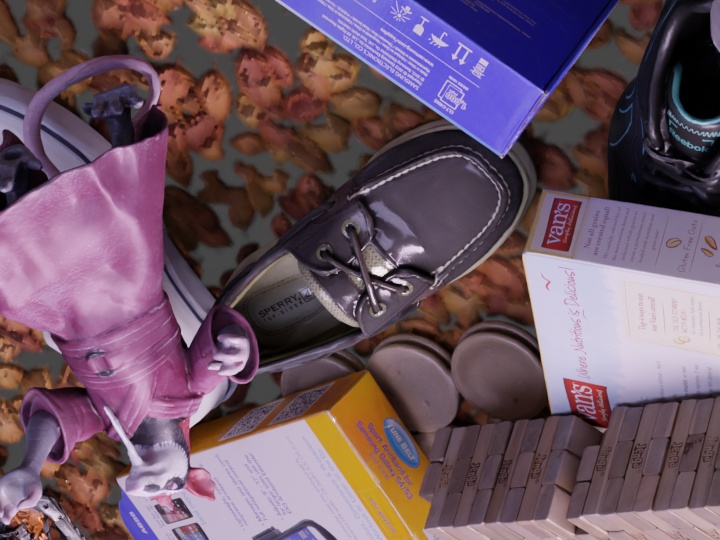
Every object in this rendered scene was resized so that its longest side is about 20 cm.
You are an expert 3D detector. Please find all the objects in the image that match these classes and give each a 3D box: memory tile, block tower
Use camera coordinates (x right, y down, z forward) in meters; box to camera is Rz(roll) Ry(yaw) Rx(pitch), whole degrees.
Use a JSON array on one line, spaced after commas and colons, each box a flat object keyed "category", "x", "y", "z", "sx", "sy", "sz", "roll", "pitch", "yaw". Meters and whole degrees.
[{"category": "memory tile", "x": 0.064, "y": 0.092, "z": 1.289, "sx": 0.200, "sy": 0.017, "sz": 0.153, "roll": -6, "pitch": 119, "yaw": 33}, {"category": "block tower", "x": 0.113, "y": 0.096, "z": 1.179, "sx": 0.058, "sy": 0.054, "sz": 0.200, "roll": 32, "pitch": 153, "yaw": -32}]

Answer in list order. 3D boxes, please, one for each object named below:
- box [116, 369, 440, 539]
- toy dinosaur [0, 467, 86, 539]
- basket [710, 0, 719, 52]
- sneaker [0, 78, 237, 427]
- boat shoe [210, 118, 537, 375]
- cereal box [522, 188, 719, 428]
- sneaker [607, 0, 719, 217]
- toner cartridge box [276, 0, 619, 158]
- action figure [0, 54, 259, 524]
[{"category": "box", "x": -0.036, "y": 0.125, "z": 1.336, "sx": 0.200, "sy": 0.041, "sz": 0.119, "roll": -19, "pitch": 109, "yaw": 49}, {"category": "toy dinosaur", "x": -0.223, "y": 0.139, "z": 1.452, "sx": 0.136, "sy": 0.102, "sz": 0.200, "roll": -32, "pitch": 86, "yaw": 25}, {"category": "basket", "x": 0.247, "y": -0.099, "z": 0.887, "sx": 0.200, "sy": 0.198, "sz": 0.161, "roll": -3, "pitch": 126, "yaw": -14}, {"category": "sneaker", "x": -0.133, "y": -0.004, "z": 1.292, "sx": 0.200, "sy": 0.071, "sz": 0.073, "roll": 49, "pitch": 131, "yaw": -10}, {"category": "boat shoe", "x": -0.001, "y": -0.001, "z": 1.224, "sx": 0.072, "sy": 0.066, "sz": 0.201, "roll": 49, "pitch": 132, "yaw": -11}, {"category": "cereal box", "x": 0.172, "y": 0.032, "z": 1.124, "sx": 0.200, "sy": 0.040, "sz": 0.144, "roll": 11, "pitch": 151, "yaw": 15}, {"category": "sneaker", "x": 0.133, "y": -0.060, "z": 1.099, "sx": 0.075, "sy": 0.079, "sz": 0.200, "roll": 20, "pitch": 132, "yaw": 14}, {"category": "toner cartridge box", "x": 0.004, "y": -0.139, "z": 1.104, "sx": 0.200, "sy": 0.095, "sz": 0.043, "roll": 36, "pitch": 132, "yaw": 3}, {"category": "action figure", "x": -0.120, "y": 0.024, "z": 1.230, "sx": 0.134, "sy": 0.149, "sz": 0.200, "roll": -19, "pitch": 117, "yaw": 1}]
